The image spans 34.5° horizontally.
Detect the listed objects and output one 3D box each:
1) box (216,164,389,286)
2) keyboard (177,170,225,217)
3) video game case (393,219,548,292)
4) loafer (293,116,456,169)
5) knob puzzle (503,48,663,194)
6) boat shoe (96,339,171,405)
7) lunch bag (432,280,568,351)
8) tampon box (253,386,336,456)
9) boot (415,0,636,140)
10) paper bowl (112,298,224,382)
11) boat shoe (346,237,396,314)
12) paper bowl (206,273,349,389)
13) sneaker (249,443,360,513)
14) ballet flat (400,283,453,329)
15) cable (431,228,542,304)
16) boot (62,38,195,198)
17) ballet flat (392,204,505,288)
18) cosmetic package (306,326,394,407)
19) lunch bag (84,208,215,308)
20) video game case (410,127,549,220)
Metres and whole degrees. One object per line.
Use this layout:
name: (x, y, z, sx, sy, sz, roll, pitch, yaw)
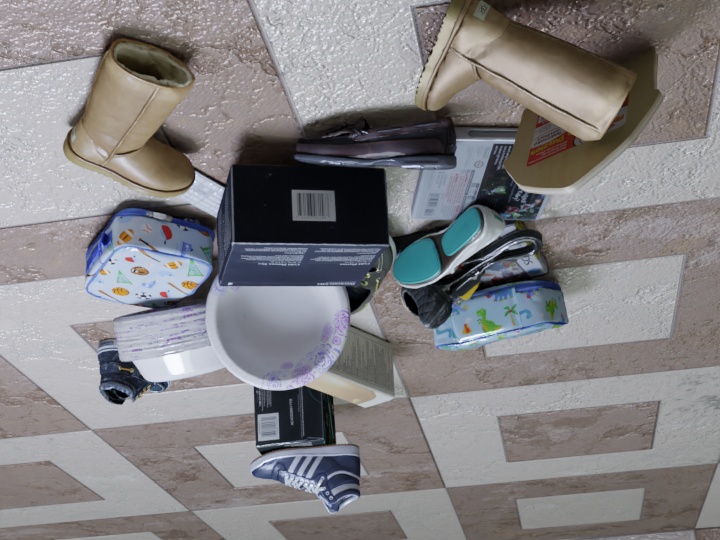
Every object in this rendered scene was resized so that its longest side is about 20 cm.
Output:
box: (-0.079, -0.053, 1.482, 0.196, 0.106, 0.182, 1, 162, -13)
keyboard: (-0.180, -0.087, 1.548, 0.056, 0.011, 0.199, -20, 149, 31)
video game case: (0.159, -0.018, 1.704, 0.197, 0.026, 0.181, -13, 152, 20)
loafer: (0.019, -0.155, 1.391, 0.196, 0.064, 0.072, 3, -176, 8)
knob puzzle: (0.245, -0.143, 1.269, 0.218, 0.221, 0.031, -22, 121, 34)
boat shoe: (-0.395, 0.197, 2.010, 0.070, 0.092, 0.200, -12, 152, 19)
lunch bag: (0.215, 0.071, 1.797, 0.197, 0.084, 0.160, -15, 169, 26)
tampon box: (-0.117, 0.278, 2.131, 0.124, 0.152, 0.201, -6, 154, 4)
boot: (0.164, -0.187, 1.207, 0.198, 0.067, 0.176, 28, 153, 3)
paper bowl: (-0.263, 0.103, 1.730, 0.197, 0.106, 0.201, -11, -179, 0)
boat shoe: (0.003, 0.001, 1.667, 0.071, 0.061, 0.202, 28, 153, 5)
paper bowl: (-0.114, 0.063, 1.624, 0.197, 0.204, 0.104, -1, 177, -3)
sneaker: (-0.093, 0.370, 2.025, 0.196, 0.110, 0.070, -7, 153, -2)
ballet flat: (0.085, 0.049, 1.687, 0.066, 0.057, 0.200, 42, 174, -6)
cable: (0.167, -0.019, 1.654, 0.096, 0.051, 0.200, 32, 129, -23)
boot: (-0.236, -0.166, 1.323, 0.173, 0.067, 0.200, 12, 149, -28)
ballet flat: (0.126, -0.027, 1.595, 0.069, 0.070, 0.199, 15, 146, -32)
cosmetic package: (-0.032, 0.152, 1.942, 0.070, 0.107, 0.199, -22, 146, 35)
lunch bag: (-0.298, -0.017, 1.610, 0.158, 0.077, 0.200, 14, 150, -25)
video game case: (0.165, -0.122, 1.498, 0.178, 0.024, 0.201, 0, 153, -5)
